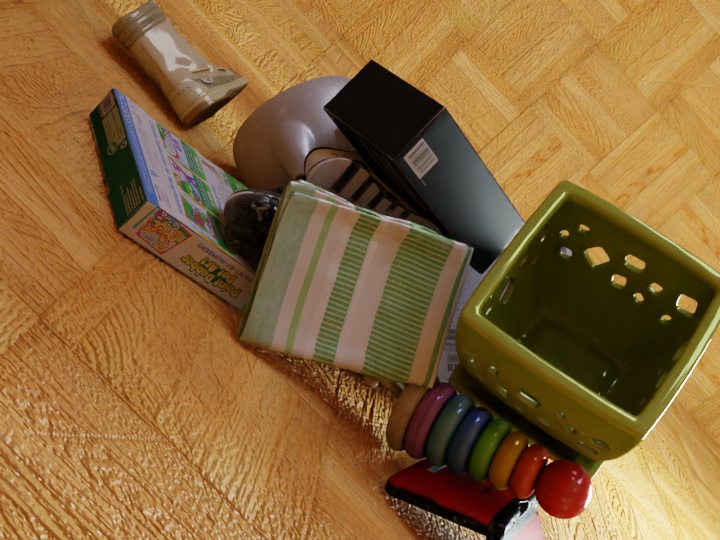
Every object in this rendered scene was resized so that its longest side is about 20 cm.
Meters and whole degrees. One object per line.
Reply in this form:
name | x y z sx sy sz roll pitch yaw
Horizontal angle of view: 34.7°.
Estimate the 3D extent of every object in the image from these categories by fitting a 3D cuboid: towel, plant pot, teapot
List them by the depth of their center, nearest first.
towel | 0.001 0.017 1.061 0.199 0.153 0.023 18 -2 -24
plant pot | 0.208 0.071 1.112 0.199 0.200 0.182 34 -29 13
teapot | -0.046 -0.124 1.372 0.199 0.197 0.147 -20 73 -32

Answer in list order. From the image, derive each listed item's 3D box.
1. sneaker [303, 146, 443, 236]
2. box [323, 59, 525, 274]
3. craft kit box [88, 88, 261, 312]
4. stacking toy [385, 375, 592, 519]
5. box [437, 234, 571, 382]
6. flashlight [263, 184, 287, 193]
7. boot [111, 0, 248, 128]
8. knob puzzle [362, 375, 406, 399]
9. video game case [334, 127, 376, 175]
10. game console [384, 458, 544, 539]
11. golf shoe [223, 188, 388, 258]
sneaker | 0.010 -0.067 1.201 0.199 0.080 0.115 43 10 -30
box | 0.069 -0.106 1.193 0.141 0.079 0.200 39 -7 46
craft kit box | -0.163 -0.061 1.110 0.197 0.049 0.200 34 19 -38
stacking toy | 0.126 0.176 1.096 0.199 0.086 0.085 27 6 21
box | 0.157 0.045 1.251 0.041 0.155 0.201 100 -3 -60
flashlight | -0.062 -0.046 1.254 0.200 0.067 0.068 41 37 -71
boot | -0.221 -0.260 1.414 0.156 0.073 0.200 49 19 -7
knob puzzle | -0.023 0.067 1.172 0.220 0.030 0.220 49 0 -1
video game case | 0.046 -0.107 1.334 0.183 0.022 0.200 68 28 -14
game console | 0.112 0.267 1.106 0.171 0.119 0.200 19 5 18
golf shoe | -0.042 -0.027 1.109 0.199 0.078 0.095 31 9 -24
